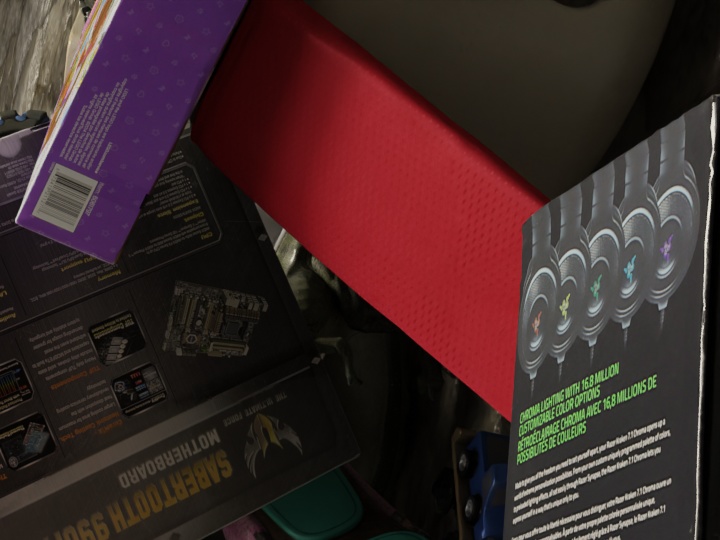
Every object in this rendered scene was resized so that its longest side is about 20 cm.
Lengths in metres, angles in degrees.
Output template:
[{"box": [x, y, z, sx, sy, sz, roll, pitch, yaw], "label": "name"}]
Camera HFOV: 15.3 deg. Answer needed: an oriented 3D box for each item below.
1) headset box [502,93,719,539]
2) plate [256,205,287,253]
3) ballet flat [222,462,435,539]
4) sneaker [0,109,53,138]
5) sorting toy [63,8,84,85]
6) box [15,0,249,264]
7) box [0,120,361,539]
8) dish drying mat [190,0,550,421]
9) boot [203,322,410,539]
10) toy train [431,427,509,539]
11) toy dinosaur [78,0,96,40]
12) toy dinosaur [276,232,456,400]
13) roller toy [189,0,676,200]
[{"box": [0.117, 0.074, 0.483, 0.093, 0.174, 0.200, 144, 133, -67], "label": "headset box"}, {"box": [-0.107, 0.034, 1.140, 0.200, 0.032, 0.200, -3, 57, 45], "label": "plate"}, {"box": [-0.004, 0.125, 1.049, 0.200, 0.069, 0.071, 45, 151, 52], "label": "ballet flat"}, {"box": [-0.110, 0.036, 1.061, 0.085, 0.077, 0.200, 103, 153, -56], "label": "sneaker"}, {"box": [-0.127, -0.079, 1.531, 0.200, 0.070, 0.199, -83, 2, -61], "label": "sorting toy"}, {"box": [-0.048, -0.118, 0.869, 0.137, 0.039, 0.200, -82, 18, -56], "label": "box"}, {"box": [-0.107, 0.031, 0.938, 0.048, 0.200, 0.158, -21, 93, 45], "label": "box"}, {"box": [0.033, -0.005, 0.842, 0.018, 0.200, 0.077, -37, -17, -50], "label": "dish drying mat"}, {"box": [-0.061, 0.087, 1.162, 0.068, 0.131, 0.200, -96, 22, -43], "label": "boot"}, {"box": [0.052, 0.132, 0.927, 0.046, 0.034, 0.200, 121, 153, -43], "label": "toy train"}, {"box": [-0.071, -0.063, 1.095, 0.200, 0.102, 0.136, 58, 146, 23], "label": "toy dinosaur"}, {"box": [0.000, 0.000, 1.068, 0.047, 0.088, 0.200, -26, 41, 61], "label": "toy dinosaur"}, {"box": [0.030, -0.103, 0.943, 0.182, 0.140, 0.200, -103, 37, -65], "label": "roller toy"}]
